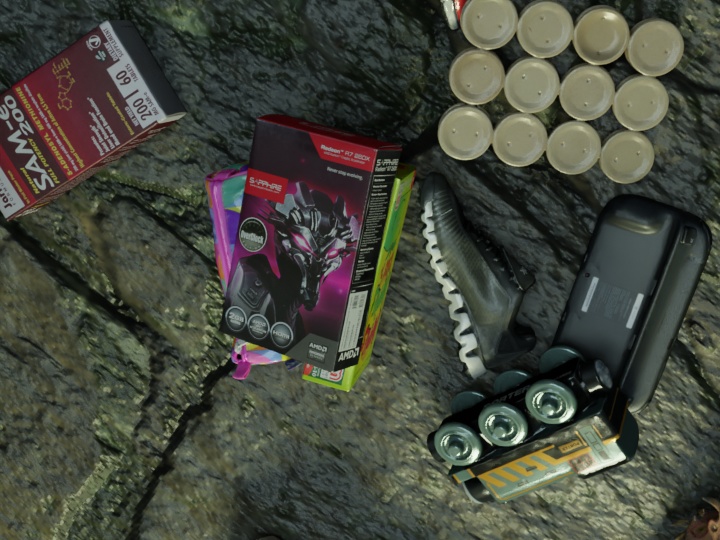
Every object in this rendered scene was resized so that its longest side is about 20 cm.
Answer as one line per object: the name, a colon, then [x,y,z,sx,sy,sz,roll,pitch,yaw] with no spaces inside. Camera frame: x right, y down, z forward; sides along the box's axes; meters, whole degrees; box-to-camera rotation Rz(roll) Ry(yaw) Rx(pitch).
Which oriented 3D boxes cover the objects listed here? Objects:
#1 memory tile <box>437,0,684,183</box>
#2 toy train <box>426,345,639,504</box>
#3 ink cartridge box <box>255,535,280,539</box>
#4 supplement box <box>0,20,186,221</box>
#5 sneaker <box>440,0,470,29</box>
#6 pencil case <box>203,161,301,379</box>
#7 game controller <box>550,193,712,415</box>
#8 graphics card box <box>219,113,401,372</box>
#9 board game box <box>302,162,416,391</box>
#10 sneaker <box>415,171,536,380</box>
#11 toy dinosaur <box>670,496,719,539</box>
memory tile: [0.176,-0.162,1.050,0.200,0.017,0.154,9,109,-3]
toy train: [0.158,0.151,1.093,0.200,0.085,0.114,-30,103,31]
ink cartridge box: [-0.072,0.393,1.185,0.160,0.047,0.200,27,105,33]
supplement box: [-0.283,-0.145,1.147,0.200,0.061,0.109,-30,94,16]
sneaker: [0.104,-0.311,1.032,0.085,0.077,0.200,4,104,1]
pencil case: [-0.096,-0.003,1.123,0.088,0.088,0.200,-6,97,13]
game controller: [0.246,0.033,1.093,0.104,0.042,0.200,23,105,21]
graphics card box: [-0.046,-0.025,1.028,0.125,0.051,0.200,18,105,25]
board game box: [0.000,0.000,1.097,0.048,0.102,0.200,15,103,7]
sneaker: [0.113,-0.002,1.096,0.090,0.066,0.200,-15,101,11]
toy dinosaur: [0.311,0.293,1.107,0.200,0.086,0.136,-39,81,32]
